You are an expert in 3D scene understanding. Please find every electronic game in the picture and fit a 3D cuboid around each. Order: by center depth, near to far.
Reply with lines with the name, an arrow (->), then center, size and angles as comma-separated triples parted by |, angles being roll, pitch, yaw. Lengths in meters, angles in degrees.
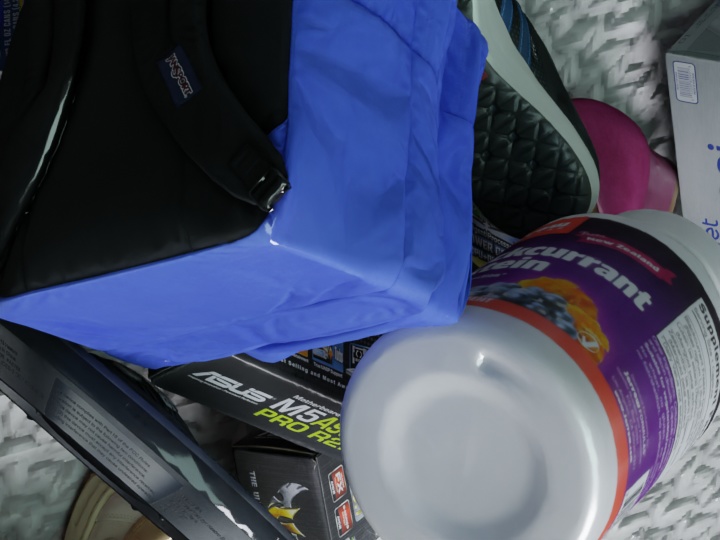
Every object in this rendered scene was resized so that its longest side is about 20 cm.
electronic game -> -0.095, 0.062, 0.916 | 0.042, 0.200, 0.200 | -49, 130, -9

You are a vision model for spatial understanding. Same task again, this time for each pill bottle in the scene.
pill bottle -> 0.084, 0.041, 0.922 | 0.200, 0.111, 0.112 | -32, 137, -57

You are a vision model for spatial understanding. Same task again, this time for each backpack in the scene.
backpack -> -0.040, -0.074, 0.824 | 0.168, 0.162, 0.201 | 26, 60, -51

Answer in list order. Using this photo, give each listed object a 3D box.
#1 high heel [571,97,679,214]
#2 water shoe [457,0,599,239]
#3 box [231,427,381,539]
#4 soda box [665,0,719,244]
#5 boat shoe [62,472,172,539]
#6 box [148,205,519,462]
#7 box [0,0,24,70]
high heel -> 0.093, 0.022, 1.071 | 0.096, 0.067, 0.201 | 26, 71, -50
water shoe -> 0.036, -0.104, 0.998 | 0.071, 0.079, 0.201 | -26, 105, 16
box -> 0.019, 0.142, 1.057 | 0.158, 0.048, 0.201 | -31, 119, -50
soda box -> 0.199, -0.032, 1.123 | 0.068, 0.063, 0.201 | -45, 136, -40
boat shoe -> -0.114, 0.184, 1.054 | 0.073, 0.069, 0.201 | 1, 114, -32
box -> 0.000, 0.000, 0.977 | 0.044, 0.161, 0.199 | -24, 143, 39
box -> -0.164, -0.171, 0.834 | 0.070, 0.064, 0.201 | -12, 120, -26
